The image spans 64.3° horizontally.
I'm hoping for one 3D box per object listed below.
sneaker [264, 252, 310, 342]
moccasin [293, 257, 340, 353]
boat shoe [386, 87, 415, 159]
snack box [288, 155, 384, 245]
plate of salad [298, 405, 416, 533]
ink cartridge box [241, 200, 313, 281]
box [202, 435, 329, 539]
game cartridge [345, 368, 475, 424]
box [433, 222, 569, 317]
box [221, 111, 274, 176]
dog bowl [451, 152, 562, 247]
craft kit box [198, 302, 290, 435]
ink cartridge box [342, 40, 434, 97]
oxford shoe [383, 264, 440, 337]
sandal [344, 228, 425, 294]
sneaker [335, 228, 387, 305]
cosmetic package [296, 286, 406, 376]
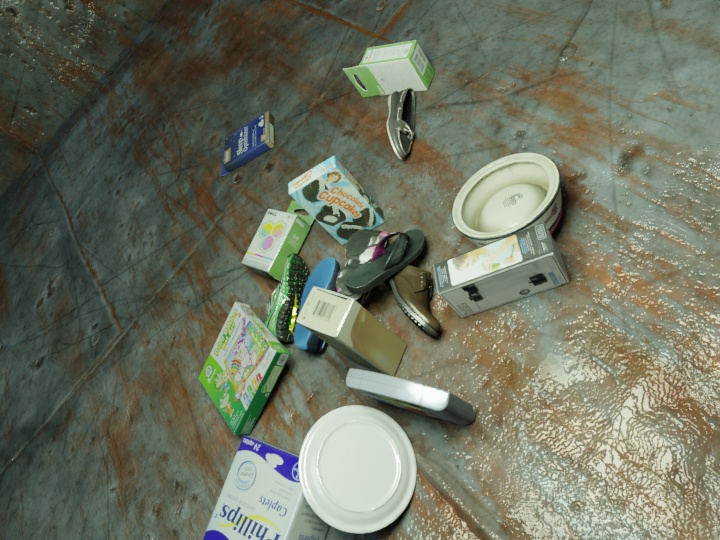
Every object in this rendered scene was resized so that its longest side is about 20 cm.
[{"bbox_3d":[-0.170,0.054,1.251,0.084,0.078,0.203,-3,63,35],"label":"sneaker"},{"bbox_3d":[-0.084,0.074,1.187,0.080,0.068,0.203,1,63,44],"label":"moccasin"},{"bbox_3d":[0.098,-0.341,1.297,0.056,0.067,0.203,-23,50,28],"label":"boat shoe"},{"bbox_3d":[-0.046,-0.140,1.192,0.115,0.200,0.038,-27,49,20],"label":"snack box"},{"bbox_3d":[-0.005,0.326,0.949,0.196,0.048,0.203,4,60,-7],"label":"plate of salad"},{"bbox_3d":[-0.187,-0.083,1.344,0.103,0.059,0.203,15,74,40],"label":"ink cartridge box"},{"bbox_3d":[-0.153,0.421,1.006,0.181,0.105,0.203,6,68,38],"label":"box"},{"bbox_3d":[0.077,0.207,0.946,0.197,0.133,0.041,6,66,38],"label":"game cartridge"},{"bbox_3d":[0.235,0.005,0.964,0.197,0.116,0.061,-20,56,23],"label":"box"},{"bbox_3d":[-0.333,-0.362,1.644,0.198,0.032,0.123,-25,53,23],"label":"box"},{"bbox_3d":[0.266,-0.111,1.015,0.198,0.074,0.202,-25,38,22],"label":"dog bowl"},{"bbox_3d":[-0.251,0.204,1.213,0.197,0.048,0.202,38,104,46],"label":"craft kit box"},{"bbox_3d":[0.067,-0.481,1.376,0.197,0.104,0.060,7,67,38],"label":"ink cartridge box"},{"bbox_3d":[0.103,0.038,1.069,0.084,0.073,0.201,-36,50,7],"label":"oxford shoe"},{"bbox_3d":[0.051,-0.029,1.081,0.200,0.049,0.075,-39,39,-28],"label":"sandal"},{"bbox_3d":[0.000,0.000,1.163,0.079,0.087,0.201,14,49,18],"label":"sneaker"},{"bbox_3d":[-0.011,0.112,1.019,0.104,0.200,0.072,15,72,39],"label":"cosmetic package"}]
